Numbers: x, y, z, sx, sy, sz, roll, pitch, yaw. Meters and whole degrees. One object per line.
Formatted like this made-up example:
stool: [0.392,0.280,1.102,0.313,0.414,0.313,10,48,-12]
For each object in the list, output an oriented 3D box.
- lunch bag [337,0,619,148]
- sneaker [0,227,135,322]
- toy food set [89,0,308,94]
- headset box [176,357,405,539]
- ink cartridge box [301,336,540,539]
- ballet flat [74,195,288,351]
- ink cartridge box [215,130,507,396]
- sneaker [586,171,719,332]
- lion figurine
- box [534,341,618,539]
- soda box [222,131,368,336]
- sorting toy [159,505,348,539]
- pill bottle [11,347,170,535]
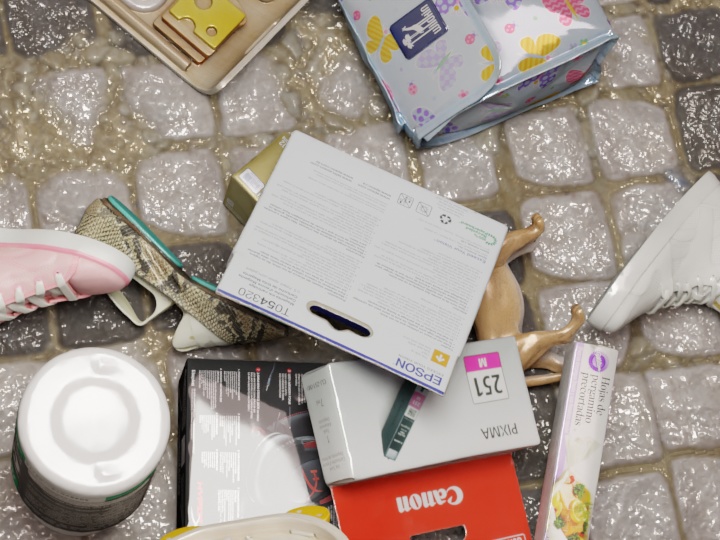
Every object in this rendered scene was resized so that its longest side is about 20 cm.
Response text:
lunch bag: [0.097,-0.215,1.857,0.199,0.127,0.170,-23,75,-10]
sneaker: [-0.284,0.020,1.719,0.199,0.075,0.105,8,71,10]
toy food set: [-0.151,-0.263,1.857,0.200,0.060,0.144,40,69,4]
headset box: [-0.047,0.153,1.730,0.199,0.075,0.150,2,72,-10]
ink cartridge box: [0.059,0.150,1.699,0.199,0.043,0.175,-6,78,-38]
ballet flat: [-0.155,0.019,1.768,0.200,0.068,0.075,35,90,8]
ink cartridge box: [0.000,0.000,1.699,0.196,0.043,0.200,25,48,-1]
sneaker: [0.286,0.010,1.833,0.116,0.074,0.200,43,58,5]
lion figurine: [0.114,0.029,1.807,0.122,0.072,0.201,-24,82,-10]
box: [0.174,0.160,1.752,0.038,0.041,0.201,12,76,-6]
soda box: [-0.023,-0.016,1.795,0.064,0.068,0.200,-40,83,-20]
sorting toy: [-0.074,0.287,1.636,0.199,0.107,0.181,-10,116,10]
pill bottle: [-0.210,0.138,1.637,0.112,0.200,0.114,3,71,-10]
